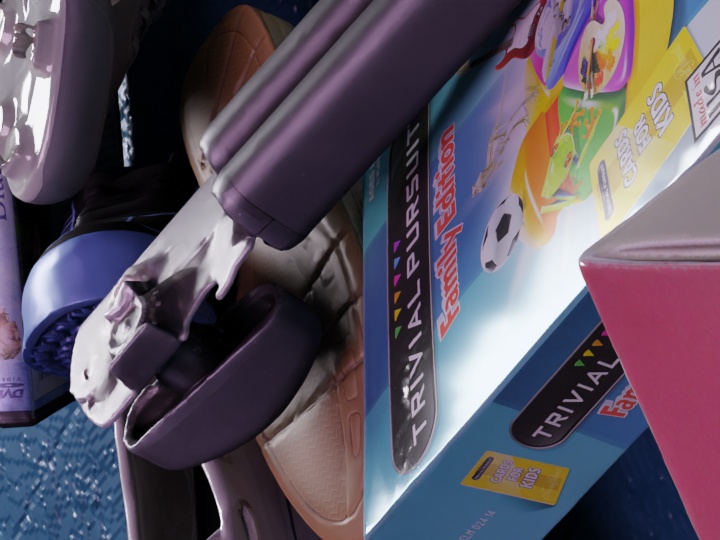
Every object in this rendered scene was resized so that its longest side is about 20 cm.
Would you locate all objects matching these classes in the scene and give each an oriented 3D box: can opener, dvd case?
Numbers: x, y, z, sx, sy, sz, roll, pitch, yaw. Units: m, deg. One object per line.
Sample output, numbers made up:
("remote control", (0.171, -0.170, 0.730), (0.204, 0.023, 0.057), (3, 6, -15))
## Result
("can opener", (-0.012, -0.024, 0.852), (0.200, 0.067, 0.053), (-47, 29, 18))
("dvd case", (-0.114, -0.053, 1.056), (0.017, 0.143, 0.201), (-3, 97, 11))

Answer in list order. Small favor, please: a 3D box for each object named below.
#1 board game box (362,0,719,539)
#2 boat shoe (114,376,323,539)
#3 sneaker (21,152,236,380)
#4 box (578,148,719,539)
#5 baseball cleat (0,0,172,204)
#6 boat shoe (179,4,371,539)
("board game box", (0.066, -0.033, 0.789), (0.200, 0.047, 0.151), (-51, 27, 39))
("boat shoe", (-0.043, 0.107, 0.897), (0.072, 0.065, 0.201), (-44, 40, 40))
("sneaker", (-0.079, -0.005, 0.995), (0.200, 0.070, 0.078), (81, -178, -81))
("box", (0.157, 0.051, 0.632), (0.109, 0.128, 0.201), (-1, 119, 55))
("baseball cleat", (-0.070, -0.107, 0.974), (0.070, 0.106, 0.201), (-40, 42, 53))
("boat shoe", (0.000, 0.000, 0.926), (0.074, 0.069, 0.201), (-46, 46, 38))
